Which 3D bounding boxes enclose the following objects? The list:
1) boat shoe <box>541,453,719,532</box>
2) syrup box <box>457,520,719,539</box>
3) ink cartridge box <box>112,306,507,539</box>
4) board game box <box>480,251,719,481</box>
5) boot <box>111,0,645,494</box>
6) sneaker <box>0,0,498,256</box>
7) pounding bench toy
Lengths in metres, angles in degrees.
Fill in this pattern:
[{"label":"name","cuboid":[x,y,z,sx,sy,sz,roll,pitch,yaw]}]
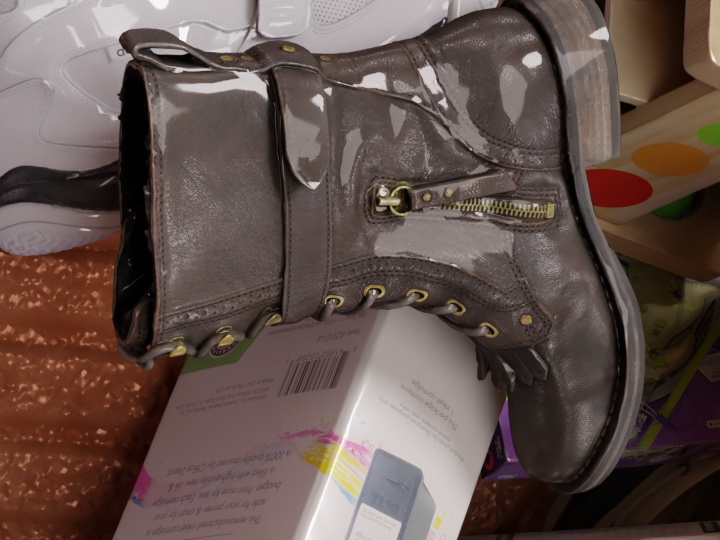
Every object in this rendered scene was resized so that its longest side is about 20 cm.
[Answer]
[{"label":"boat shoe","cuboid":[0.088,0.150,1.184,0.071,0.063,0.200,32,88,-30]},{"label":"syrup box","cuboid":[0.087,0.138,1.114,0.199,0.081,0.079,-4,88,5]},{"label":"ink cartridge box","cuboid":[-0.029,0.099,1.044,0.067,0.117,0.200,37,60,-30]},{"label":"board game box","cuboid":[0.127,0.014,1.159,0.200,0.032,0.120,-3,66,-25]},{"label":"boot","cuboid":[0.000,0.000,0.971,0.174,0.069,0.201,-16,114,-21]},{"label":"sneaker","cuboid":[-0.055,-0.094,0.995,0.200,0.075,0.115,-26,113,-2]},{"label":"pounding bench toy","cuboid":[0.154,-0.074,1.105,0.200,0.156,0.125,20,62,-30]}]
